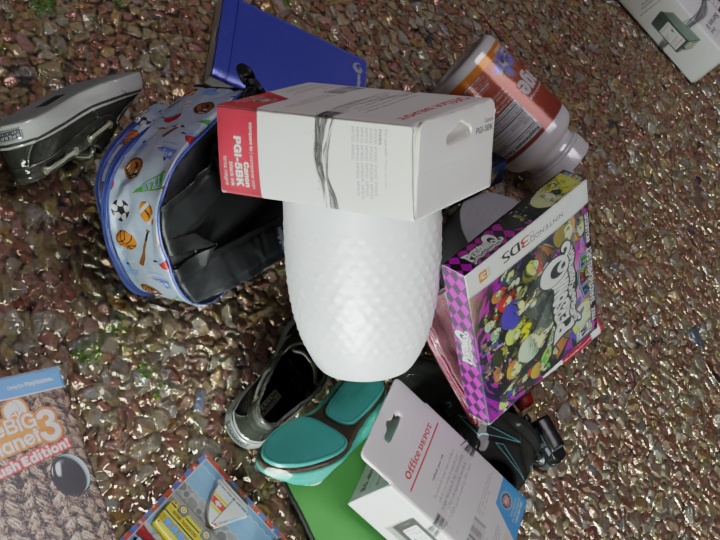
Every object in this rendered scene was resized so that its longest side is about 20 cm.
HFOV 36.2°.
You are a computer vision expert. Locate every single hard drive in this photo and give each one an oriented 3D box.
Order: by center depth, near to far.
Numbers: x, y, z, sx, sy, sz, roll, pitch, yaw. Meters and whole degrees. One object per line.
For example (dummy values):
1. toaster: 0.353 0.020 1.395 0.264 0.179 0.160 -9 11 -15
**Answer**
1. hard drive: -0.084 -0.237 1.310 0.200 0.025 0.132 21 53 -26

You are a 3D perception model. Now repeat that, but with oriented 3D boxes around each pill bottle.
1. pill bottle: 0.199 -0.202 1.443 0.200 0.112 0.112 42 47 -9

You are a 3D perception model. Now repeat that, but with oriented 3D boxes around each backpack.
1. backpack: -0.161 -0.067 1.037 0.191 0.154 0.200 -58 141 -47

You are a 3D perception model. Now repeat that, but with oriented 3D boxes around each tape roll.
1. tape roll: 0.182 0.001 1.305 0.200 0.066 0.200 25 37 -20

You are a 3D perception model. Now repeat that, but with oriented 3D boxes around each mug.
1. mug: 0.000 0.000 1.058 0.147 0.200 0.176 -3 106 -6

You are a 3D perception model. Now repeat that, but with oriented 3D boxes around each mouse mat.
1. mouse mat: 0.014 0.252 1.095 0.161 0.008 0.200 -15 71 -45

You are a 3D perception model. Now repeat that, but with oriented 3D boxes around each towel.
1. towel: 0.163 0.054 1.183 0.200 0.023 0.144 -32 96 -25

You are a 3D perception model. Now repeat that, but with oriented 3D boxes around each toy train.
1. toy train: 0.176 0.135 1.267 0.034 0.046 0.200 -22 79 -43

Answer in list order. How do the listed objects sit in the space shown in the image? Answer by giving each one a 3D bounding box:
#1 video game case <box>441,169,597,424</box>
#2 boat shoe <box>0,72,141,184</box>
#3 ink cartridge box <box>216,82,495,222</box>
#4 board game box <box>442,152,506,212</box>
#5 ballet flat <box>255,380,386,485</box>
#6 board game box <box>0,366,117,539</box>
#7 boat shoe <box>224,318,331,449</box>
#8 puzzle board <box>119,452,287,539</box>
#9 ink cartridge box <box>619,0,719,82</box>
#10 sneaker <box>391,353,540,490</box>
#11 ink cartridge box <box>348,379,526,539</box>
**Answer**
1. video game case: 0.165 0.028 1.100 0.181 0.200 0.036 -36 43 -27
2. boat shoe: -0.278 -0.142 1.075 0.200 0.071 0.064 -45 127 -52
3. ink cartridge box: -0.003 -0.108 0.961 0.147 0.200 0.083 -26 121 -53
4. board game box: 0.060 -0.116 1.293 0.135 0.035 0.200 30 38 28
5. ballet flat: -0.035 0.167 1.053 0.067 0.070 0.200 25 30 19
6. board game box: -0.288 0.195 0.845 0.159 0.097 0.200 -12 72 -41
7. boat shoe: -0.057 0.098 1.101 0.071 0.064 0.200 44 46 -8
8. puzzle board: -0.115 0.280 0.981 0.200 0.017 0.151 48 46 -4
9. ink cartridge box: 0.548 -0.440 1.868 0.200 0.084 0.146 47 47 -5
10. sneaker: 0.112 0.164 1.183 0.200 0.075 0.079 36 50 -14
11. ink cartridge box: 0.067 0.218 1.101 0.200 0.067 0.116 45 41 -14
